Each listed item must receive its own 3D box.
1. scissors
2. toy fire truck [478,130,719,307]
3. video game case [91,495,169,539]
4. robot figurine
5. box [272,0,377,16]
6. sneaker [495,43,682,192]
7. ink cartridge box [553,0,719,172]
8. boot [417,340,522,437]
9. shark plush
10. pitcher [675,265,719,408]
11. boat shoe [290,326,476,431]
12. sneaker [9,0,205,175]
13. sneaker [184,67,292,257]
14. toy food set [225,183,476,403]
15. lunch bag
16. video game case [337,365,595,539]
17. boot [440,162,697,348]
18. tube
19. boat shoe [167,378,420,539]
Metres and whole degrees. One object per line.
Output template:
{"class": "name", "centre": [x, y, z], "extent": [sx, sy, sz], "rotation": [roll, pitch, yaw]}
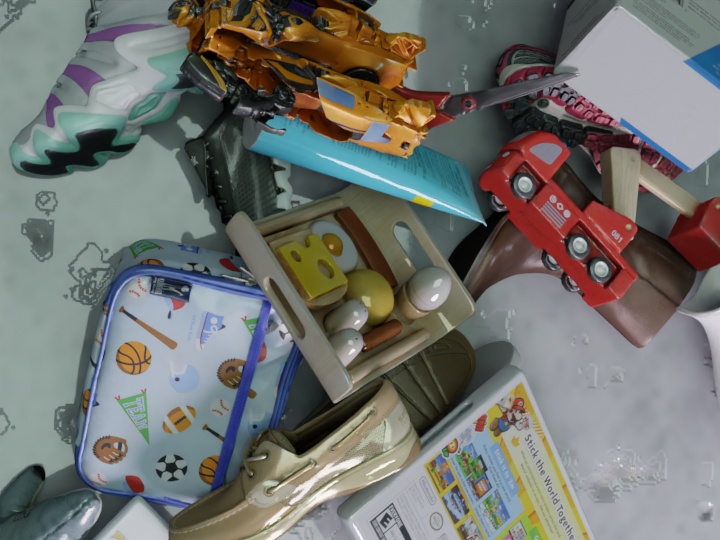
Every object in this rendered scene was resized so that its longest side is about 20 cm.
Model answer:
{"class": "scissors", "centre": [0.076, -0.125, 0.997], "extent": [0.197, 0.014, 0.074], "rotation": [3, 115, 18]}
{"class": "toy fire truck", "centre": [0.204, -0.050, 1.022], "extent": [0.200, 0.049, 0.141], "rotation": [46, 67, -6]}
{"class": "video game case", "centre": [-0.173, 0.302, 0.929], "extent": [0.200, 0.023, 0.182], "rotation": [-45, 99, -8]}
{"class": "robot figurine", "centre": [-0.043, -0.158, 0.906], "extent": [0.198, 0.058, 0.147], "rotation": [18, 47, -28]}
{"class": "box", "centre": [-0.024, -0.311, 0.985], "extent": [0.121, 0.106, 0.203], "rotation": [19, 84, -14]}
{"class": "sneaker", "centre": [0.203, -0.135, 1.063], "extent": [0.198, 0.075, 0.081], "rotation": [25, 121, -24]}
{"class": "ink cartridge box", "centre": [0.246, -0.202, 1.018], "extent": [0.145, 0.084, 0.201], "rotation": [33, 45, -13]}
{"class": "boot", "centre": [0.081, 0.160, 1.035], "extent": [0.200, 0.073, 0.096], "rotation": [-49, 116, -10]}
{"class": "shark plush", "centre": [-0.280, 0.217, 0.924], "extent": [0.198, 0.083, 0.092], "rotation": [-24, 96, -14]}
{"class": "pitcher", "centre": [0.364, 0.069, 1.084], "extent": [0.201, 0.120, 0.172], "rotation": [57, 43, -14]}
{"class": "boat shoe", "centre": [0.005, 0.114, 1.010], "extent": [0.199, 0.065, 0.073], "rotation": [-37, 94, -16]}
{"class": "sneaker", "centre": [-0.196, -0.170, 0.963], "extent": [0.198, 0.078, 0.141], "rotation": [-28, 75, 2]}
{"class": "sneaker", "centre": [-0.096, -0.071, 0.988], "extent": [0.089, 0.066, 0.203], "rotation": [5, 84, -12]}
{"class": "toy food set", "centre": [0.000, 0.000, 0.928], "extent": [0.060, 0.199, 0.144], "rotation": [-38, 82, 31]}
{"class": "lunch bag", "centre": [-0.123, 0.079, 0.941], "extent": [0.158, 0.076, 0.202], "rotation": [14, 110, -11]}
{"class": "video game case", "centre": [0.092, 0.207, 0.989], "extent": [0.181, 0.023, 0.202], "rotation": [-37, 117, -20]}
{"class": "boot", "centre": [0.177, 0.019, 1.060], "extent": [0.199, 0.064, 0.188], "rotation": [37, 82, -15]}
{"class": "tube", "centre": [0.008, -0.088, 0.968], "extent": [0.198, 0.051, 0.078], "rotation": [17, 41, -24]}
{"class": "boat shoe", "centre": [-0.056, 0.143, 0.913], "extent": [0.198, 0.071, 0.065], "rotation": [-27, 108, -5]}
